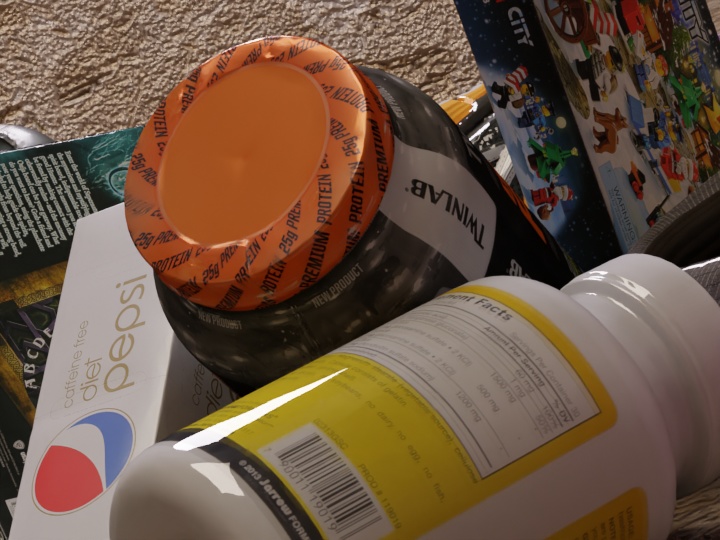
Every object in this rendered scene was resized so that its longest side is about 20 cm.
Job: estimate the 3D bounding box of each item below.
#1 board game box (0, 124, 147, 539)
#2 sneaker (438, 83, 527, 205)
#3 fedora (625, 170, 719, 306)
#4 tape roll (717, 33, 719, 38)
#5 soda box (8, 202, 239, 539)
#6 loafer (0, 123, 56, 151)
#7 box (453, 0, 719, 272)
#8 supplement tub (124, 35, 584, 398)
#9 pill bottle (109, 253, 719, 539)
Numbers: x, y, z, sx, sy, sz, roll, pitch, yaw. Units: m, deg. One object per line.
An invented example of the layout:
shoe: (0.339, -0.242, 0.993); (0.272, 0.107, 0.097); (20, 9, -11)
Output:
board game box: (-0.114, 0.030, 1.186); (0.134, 0.201, 0.028); (-11, -38, -23)
sneaker: (0.090, -0.061, 1.287); (0.077, 0.079, 0.200); (23, 52, 28)
fedora: (0.188, -0.003, 1.071); (0.176, 0.091, 0.200); (-19, 14, 42)
tape roll: (0.203, -0.071, 1.423); (0.199, 0.066, 0.200); (-8, -6, -1)
soda box: (-0.078, 0.065, 1.083); (0.063, 0.068, 0.201); (-19, 43, 27)
loafer: (-0.180, 0.029, 1.361); (0.063, 0.201, 0.072); (31, 10, 40)
box: (0.115, -0.052, 1.224); (0.038, 0.201, 0.136); (-15, 10, 36)
supplement tub: (0.007, 0.009, 1.049); (0.122, 0.123, 0.200); (-20, -36, 19)
pill bottle: (0.028, 0.069, 0.930); (0.199, 0.113, 0.112); (-26, 7, -31)
